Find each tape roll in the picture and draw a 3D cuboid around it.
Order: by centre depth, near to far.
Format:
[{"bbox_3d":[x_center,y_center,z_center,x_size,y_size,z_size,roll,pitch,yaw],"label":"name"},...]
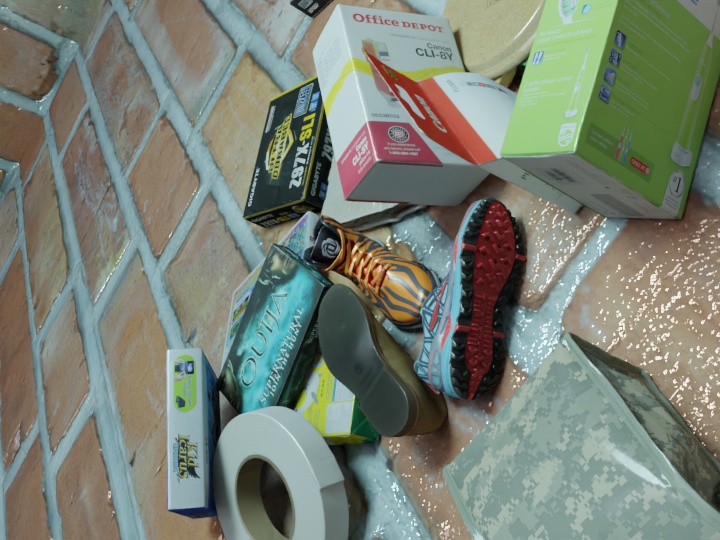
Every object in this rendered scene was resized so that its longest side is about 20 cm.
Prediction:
[{"bbox_3d":[-0.092,0.251,0.920,0.202,0.037,0.204,8,101,46],"label":"tape roll"}]

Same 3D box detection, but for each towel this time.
[{"bbox_3d":[0.025,-0.120,1.038,0.200,0.034,0.133,-13,60,49],"label":"towel"}]

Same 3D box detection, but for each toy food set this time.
[{"bbox_3d":[0.165,-0.293,0.931,0.198,0.049,0.201,-32,47,40],"label":"toy food set"}]

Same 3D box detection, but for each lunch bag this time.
[{"bbox_3d":[0.174,0.174,0.601,0.164,0.117,0.200,-53,32,19],"label":"lunch bag"}]

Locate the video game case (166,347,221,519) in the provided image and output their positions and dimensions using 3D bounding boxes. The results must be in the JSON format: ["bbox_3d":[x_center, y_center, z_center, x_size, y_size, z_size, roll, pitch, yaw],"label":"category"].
[{"bbox_3d":[-0.201,0.207,1.034,0.200,0.045,0.182,99,168,-71],"label":"video game case"}]

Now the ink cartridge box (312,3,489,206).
[{"bbox_3d":[0.042,-0.177,0.903,0.083,0.145,0.201,-49,49,54],"label":"ink cartridge box"}]

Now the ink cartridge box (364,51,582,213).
[{"bbox_3d":[0.114,-0.145,0.783,0.050,0.200,0.162,-51,38,22],"label":"ink cartridge box"}]

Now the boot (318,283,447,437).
[{"bbox_3d":[0.019,0.094,0.876,0.074,0.075,0.200,-54,47,24],"label":"boot"}]

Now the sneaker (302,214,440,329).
[{"bbox_3d":[0.000,0.000,0.935,0.200,0.112,0.078,32,98,55],"label":"sneaker"}]

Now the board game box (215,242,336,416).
[{"bbox_3d":[-0.103,0.083,1.002,0.135,0.028,0.201,35,106,49],"label":"board game box"}]

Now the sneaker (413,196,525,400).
[{"bbox_3d":[0.094,0.023,0.827,0.095,0.079,0.201,-2,70,55],"label":"sneaker"}]

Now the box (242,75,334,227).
[{"bbox_3d":[-0.092,-0.172,1.213,0.159,0.049,0.201,-9,65,49],"label":"box"}]

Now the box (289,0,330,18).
[{"bbox_3d":[-0.045,-0.532,1.346,0.158,0.050,0.201,-29,50,42],"label":"box"}]

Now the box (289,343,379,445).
[{"bbox_3d":[-0.051,0.145,0.984,0.200,0.048,0.118,-14,61,48],"label":"box"}]

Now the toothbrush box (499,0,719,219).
[{"bbox_3d":[0.218,-0.160,0.700,0.086,0.145,0.201,10,80,55],"label":"toothbrush box"}]

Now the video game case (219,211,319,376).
[{"bbox_3d":[-0.122,0.042,1.124,0.200,0.024,0.182,-44,29,33],"label":"video game case"}]
